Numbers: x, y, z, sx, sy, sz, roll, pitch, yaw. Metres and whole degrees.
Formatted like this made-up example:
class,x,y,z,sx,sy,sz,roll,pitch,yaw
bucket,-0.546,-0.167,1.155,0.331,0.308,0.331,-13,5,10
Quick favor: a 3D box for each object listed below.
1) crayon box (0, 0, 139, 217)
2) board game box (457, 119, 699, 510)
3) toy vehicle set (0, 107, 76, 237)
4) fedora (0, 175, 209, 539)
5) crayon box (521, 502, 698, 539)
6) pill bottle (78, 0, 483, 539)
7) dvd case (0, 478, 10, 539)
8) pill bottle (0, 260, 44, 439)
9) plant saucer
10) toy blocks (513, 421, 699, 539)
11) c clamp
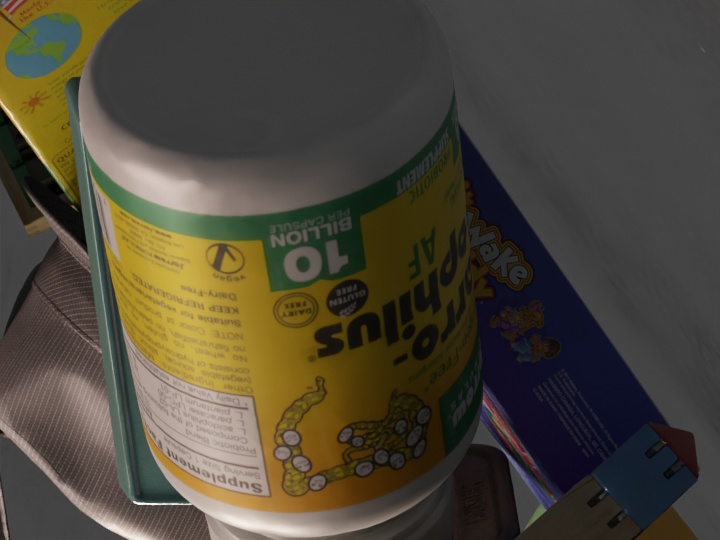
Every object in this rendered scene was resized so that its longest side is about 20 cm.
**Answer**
class,x,y,z,sx,sy,sz,roll,pitch,yaw
crayon box,-0.089,-0.106,1.034,0.051,0.127,0.200,53,175,29
board game box,0.036,-0.001,0.987,0.200,0.045,0.134,55,177,-2
toy vehicle set,-0.135,-0.129,1.222,0.200,0.124,0.027,62,173,10
fedora,-0.088,0.057,1.144,0.200,0.090,0.177,37,-178,-31
crayon box,0.106,0.172,1.080,0.200,0.052,0.126,53,133,31
pill bottle,-0.019,0.012,0.867,0.113,0.113,0.200,52,156,46
dvd case,-0.179,0.013,1.205,0.149,0.016,0.200,-110,14,-51
pill bottle,-0.067,0.062,1.301,0.200,0.112,0.112,16,-168,-20
plant saucer,-0.065,0.014,1.016,0.019,0.070,0.200,-86,-6,-51
toy blocks,0.098,0.145,0.878,0.200,0.137,0.100,48,167,9
c clamp,-0.023,0.107,0.984,0.200,0.171,0.027,-65,-47,-75
